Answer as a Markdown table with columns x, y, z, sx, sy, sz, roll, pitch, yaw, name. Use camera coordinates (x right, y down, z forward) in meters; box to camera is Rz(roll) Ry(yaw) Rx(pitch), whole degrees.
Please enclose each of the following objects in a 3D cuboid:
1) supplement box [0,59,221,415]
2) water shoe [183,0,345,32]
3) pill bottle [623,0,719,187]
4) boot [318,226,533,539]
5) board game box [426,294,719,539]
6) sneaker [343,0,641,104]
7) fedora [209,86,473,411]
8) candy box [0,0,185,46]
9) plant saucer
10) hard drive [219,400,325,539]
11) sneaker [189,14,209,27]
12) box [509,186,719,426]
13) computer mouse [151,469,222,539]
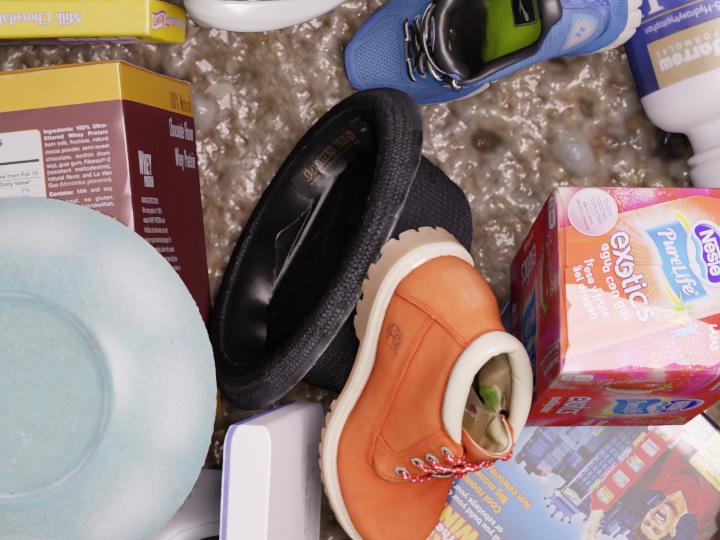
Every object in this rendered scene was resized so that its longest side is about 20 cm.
| x | y | z | sx | sy | sz | roll | pitch | yaw | name |
| --- | --- | --- | --- | --- | --- | --- | --- | --- | --- |
| -0.167 | -0.006 | 1.318 | 0.133 | 0.197 | 0.200 | -5 | 90 | 7 | supplement box |
| -0.015 | -0.198 | 1.328 | 0.200 | 0.071 | 0.079 | -24 | 125 | -24 | water shoe |
| 0.204 | -0.140 | 1.310 | 0.120 | 0.120 | 0.200 | -18 | 88 | 7 | pill bottle |
| 0.037 | 0.089 | 1.247 | 0.075 | 0.107 | 0.200 | -12 | 130 | -28 | boot |
| 0.105 | 0.130 | 1.354 | 0.200 | 0.062 | 0.200 | 45 | 96 | 5 | board game box |
| 0.056 | -0.137 | 1.314 | 0.200 | 0.089 | 0.079 | -15 | 88 | 46 | sneaker |
| 0.000 | 0.000 | 1.336 | 0.092 | 0.201 | 0.201 | 27 | 94 | -24 | fedora |
| -0.209 | -0.143 | 1.371 | 0.200 | 0.102 | 0.026 | 0 | 95 | 8 | candy box |
| -0.174 | 0.063 | 1.201 | 0.201 | 0.039 | 0.201 | 0 | 91 | 6 | plant saucer |
| -0.048 | 0.144 | 1.302 | 0.025 | 0.200 | 0.132 | 3 | 91 | 7 | hard drive |
| -0.050 | -0.233 | 1.369 | 0.080 | 0.076 | 0.200 | 17 | 95 | -4 | sneaker |
| 0.136 | 0.023 | 1.219 | 0.100 | 0.200 | 0.096 | 0 | 79 | -3 | box |
| -0.157 | 0.173 | 1.377 | 0.200 | 0.044 | 0.110 | -34 | 44 | 1 | computer mouse |
